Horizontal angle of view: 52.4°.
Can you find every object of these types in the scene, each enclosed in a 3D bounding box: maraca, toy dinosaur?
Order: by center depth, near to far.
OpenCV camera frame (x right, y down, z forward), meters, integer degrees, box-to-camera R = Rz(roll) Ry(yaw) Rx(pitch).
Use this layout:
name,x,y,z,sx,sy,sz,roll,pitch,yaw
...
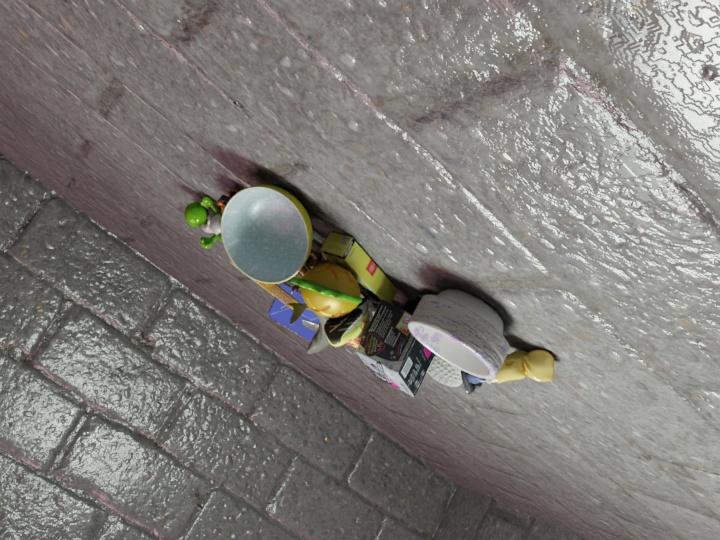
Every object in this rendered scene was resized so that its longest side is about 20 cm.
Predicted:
name,x,y,z,sx,sy,sz,roll,pitch,yaw
maraca,-0.067,0.040,1.481,0.134,0.110,0.200,14,180,16
toy dinosaur,-0.078,0.026,1.669,0.132,0.204,0.086,14,-160,-13

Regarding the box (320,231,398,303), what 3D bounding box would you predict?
name,x,y,z,sx,sy,sz,roll,pitch,yaw
box,0.000,0.000,1.564,0.074,0.051,0.200,16,156,45

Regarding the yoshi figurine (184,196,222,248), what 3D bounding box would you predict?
name,x,y,z,sx,sy,sz,roll,pitch,yaw
yoshi figurine,-0.379,-0.124,1.846,0.198,0.112,0.113,18,144,47

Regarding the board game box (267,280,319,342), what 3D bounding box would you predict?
name,x,y,z,sx,sy,sz,roll,pitch,yaw
board game box,-0.119,0.097,1.848,0.157,0.099,0.200,29,-169,12

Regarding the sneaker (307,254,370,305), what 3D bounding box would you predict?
name,x,y,z,sx,sy,sz,roll,pitch,yaw
sneaker,-0.071,0.027,1.746,0.199,0.068,0.108,30,167,18

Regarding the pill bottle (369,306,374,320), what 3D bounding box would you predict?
name,x,y,z,sx,sy,sz,roll,pitch,yaw
pill bottle,0.072,0.174,1.805,0.198,0.113,0.113,33,166,26

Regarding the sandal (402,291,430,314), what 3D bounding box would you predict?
name,x,y,z,sx,sy,sz,roll,pitch,yaw
sandal,0.137,0.093,1.576,0.074,0.049,0.200,33,164,-3

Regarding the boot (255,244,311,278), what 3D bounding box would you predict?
name,x,y,z,sx,sy,sz,roll,pitch,yaw
boot,-0.188,-0.022,1.578,0.198,0.076,0.074,34,153,12

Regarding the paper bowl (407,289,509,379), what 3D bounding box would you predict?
name,x,y,z,sx,sy,sz,roll,pitch,yaw
paper bowl,0.197,0.114,1.419,0.198,0.106,0.201,29,164,9

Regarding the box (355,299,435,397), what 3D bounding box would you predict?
name,x,y,z,sx,sy,sz,roll,pitch,yaw
box,0.081,0.174,1.602,0.113,0.134,0.201,23,165,24

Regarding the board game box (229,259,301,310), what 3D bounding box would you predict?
name,x,y,z,sx,sy,sz,roll,pitch,yaw
board game box,-0.217,0.021,1.620,0.199,0.030,0.095,40,175,-8

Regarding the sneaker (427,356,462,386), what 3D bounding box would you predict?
name,x,y,z,sx,sy,sz,roll,pitch,yaw
sneaker,0.181,0.227,1.873,0.198,0.077,0.081,33,177,15

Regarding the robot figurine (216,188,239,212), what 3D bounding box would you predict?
name,x,y,z,sx,sy,sz,roll,pitch,yaw
robot figurine,-0.235,-0.114,1.664,0.197,0.059,0.145,32,164,0

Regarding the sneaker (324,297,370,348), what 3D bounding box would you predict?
name,x,y,z,sx,sy,sz,roll,pitch,yaw
sneaker,-0.016,0.128,1.558,0.076,0.200,0.093,-8,103,21

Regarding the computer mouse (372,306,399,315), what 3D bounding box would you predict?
name,x,y,z,sx,sy,sz,roll,pitch,yaw
computer mouse,0.121,0.123,1.713,0.196,0.045,0.110,24,167,11

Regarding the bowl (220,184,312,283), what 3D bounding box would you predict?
name,x,y,z,sx,sy,sz,roll,pitch,yaw
bowl,-0.176,-0.087,1.500,0.197,0.203,0.108,30,-153,8

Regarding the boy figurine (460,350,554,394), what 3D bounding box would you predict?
name,x,y,z,sx,sy,sz,roll,pitch,yaw
boy figurine,0.305,0.200,1.479,0.197,0.066,0.123,-15,-179,36

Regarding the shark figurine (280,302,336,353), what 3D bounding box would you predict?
name,x,y,z,sx,sy,sz,roll,pitch,yaw
shark figurine,-0.080,0.125,1.580,0.216,0.126,0.091,66,179,-56
